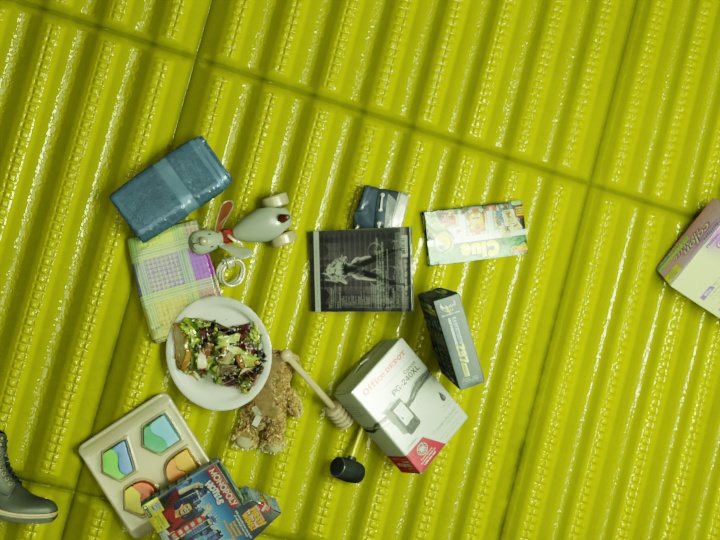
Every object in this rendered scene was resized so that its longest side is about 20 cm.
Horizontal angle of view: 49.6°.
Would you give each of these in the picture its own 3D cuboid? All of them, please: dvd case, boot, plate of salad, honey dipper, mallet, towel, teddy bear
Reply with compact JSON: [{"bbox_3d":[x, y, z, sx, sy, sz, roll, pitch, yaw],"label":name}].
[{"bbox_3d":[0.000,0.000,1.408,0.198,0.016,0.151,-2,90,22],"label":"dvd case"},{"bbox_3d":[-0.604,0.345,1.334,0.198,0.077,0.140,17,83,-10],"label":"boot"},{"bbox_3d":[-0.252,0.146,1.358,0.198,0.048,0.203,0,91,12],"label":"plate of salad"},{"bbox_3d":[-0.080,0.212,1.396,0.038,0.038,0.200,-41,118,-7],"label":"honey dipper"},{"bbox_3d":[0.010,0.298,1.448,0.066,0.041,0.201,40,69,-41],"label":"mallet"},{"bbox_3d":[-0.330,0.022,1.401,0.142,0.023,0.202,-16,92,-8],"label":"towel"},{"bbox_3d":[-0.334,-0.144,1.383,0.199,0.049,0.112,-35,86,-9],"label":"towel"},{"bbox_3d":[-0.171,0.236,1.411,0.143,0.067,0.202,-6,96,2],"label":"teddy bear"},{"bbox_3d":[0.024,-0.054,1.441,0.089,0.073,0.202,14,85,5],"label":"boot"}]

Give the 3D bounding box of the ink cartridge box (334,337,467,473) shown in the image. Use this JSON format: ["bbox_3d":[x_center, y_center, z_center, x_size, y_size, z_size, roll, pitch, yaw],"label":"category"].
[{"bbox_3d":[0.073,0.244,1.413,0.145,0.083,0.200,-44,99,-24],"label":"ink cartridge box"}]

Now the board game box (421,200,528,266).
[{"bbox_3d":[0.220,-0.071,1.489,0.198,0.023,0.106,-8,93,-9],"label":"board game box"}]

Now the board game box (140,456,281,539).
[{"bbox_3d":[-0.253,0.429,1.377,0.199,0.062,0.201,-29,108,-12],"label":"board game box"}]

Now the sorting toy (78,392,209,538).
[{"bbox_3d":[-0.374,0.349,1.386,0.184,0.036,0.201,-33,95,-8],"label":"sorting toy"}]

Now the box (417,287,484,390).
[{"bbox_3d":[0.158,0.115,1.388,0.051,0.200,0.159,-18,92,-4],"label":"box"}]

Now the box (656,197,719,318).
[{"bbox_3d":[0.714,-0.006,1.500,0.199,0.097,0.177,31,109,-8],"label":"box"}]

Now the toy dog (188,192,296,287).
[{"bbox_3d":[-0.196,-0.070,1.375,0.200,0.096,0.132,-39,99,-15],"label":"toy dog"}]
